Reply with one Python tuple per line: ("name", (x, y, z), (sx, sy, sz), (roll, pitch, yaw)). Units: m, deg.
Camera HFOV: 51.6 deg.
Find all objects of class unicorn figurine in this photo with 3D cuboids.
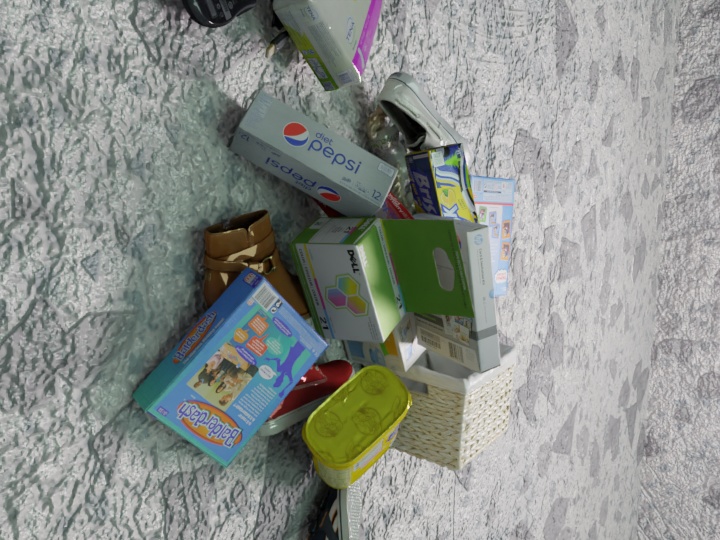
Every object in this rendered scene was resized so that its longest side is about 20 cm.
("unicorn figurine", (0.064, -0.185, 1.202), (0.200, 0.074, 0.137), (44, 60, -30))

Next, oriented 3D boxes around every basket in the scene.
("basket", (0.133, 0.204, 1.251), (0.200, 0.198, 0.161), (-20, 116, -52))

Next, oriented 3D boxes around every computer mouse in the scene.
("computer mouse", (-0.150, -0.313, 0.892), (0.200, 0.046, 0.141), (-60, 137, -46))

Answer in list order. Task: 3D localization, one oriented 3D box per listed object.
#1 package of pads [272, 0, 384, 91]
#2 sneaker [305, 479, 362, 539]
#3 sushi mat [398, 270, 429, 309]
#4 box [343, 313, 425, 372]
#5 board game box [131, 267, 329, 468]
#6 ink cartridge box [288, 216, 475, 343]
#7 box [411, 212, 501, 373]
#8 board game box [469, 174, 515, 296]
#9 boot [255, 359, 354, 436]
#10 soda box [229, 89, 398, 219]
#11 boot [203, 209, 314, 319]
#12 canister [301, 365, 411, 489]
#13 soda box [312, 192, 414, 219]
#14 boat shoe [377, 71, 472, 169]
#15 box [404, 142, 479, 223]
("package of pads", (-0.036, -0.366, 0.992), (0.155, 0.068, 0.200), (51, 43, -48))
("sneaker", (-0.042, 0.393, 1.144), (0.078, 0.079, 0.200), (60, 24, -48))
("sushi mat", (0.000, 0.000, 1.018), (0.012, 0.200, 0.096), (-38, 124, -48))
("box", (0.030, 0.041, 1.145), (0.101, 0.112, 0.200), (-42, 127, -43))
("board game box", (-0.150, 0.119, 0.900), (0.200, 0.045, 0.152), (-49, 131, -13))
("ink cartridge box", (0.027, 0.013, 0.936), (0.076, 0.200, 0.148), (-47, 129, -46))
("box", (0.125, 0.027, 1.047), (0.041, 0.156, 0.200), (-18, 108, -26))
("board game box", (0.200, -0.054, 1.224), (0.151, 0.037, 0.200), (-4, 99, -51))
("boot", (-0.084, 0.126, 1.038), (0.200, 0.072, 0.145), (-20, 110, -48))
("soda box", (-0.059, -0.139, 0.934), (0.200, 0.068, 0.064), (29, 66, -10))
("boot", (-0.115, -0.006, 0.958), (0.200, 0.074, 0.155), (-28, 122, -46))
("canister", (-0.006, 0.230, 1.060), (0.148, 0.087, 0.200), (-40, 161, -19))
("soda box", (0.002, -0.087, 1.025), (0.200, 0.070, 0.063), (50, 43, 6))
("boat shoe", (0.097, -0.209, 1.138), (0.200, 0.072, 0.066), (49, 63, -33))
("box", (0.127, -0.082, 1.096), (0.064, 0.070, 0.200), (-17, 99, -27))
